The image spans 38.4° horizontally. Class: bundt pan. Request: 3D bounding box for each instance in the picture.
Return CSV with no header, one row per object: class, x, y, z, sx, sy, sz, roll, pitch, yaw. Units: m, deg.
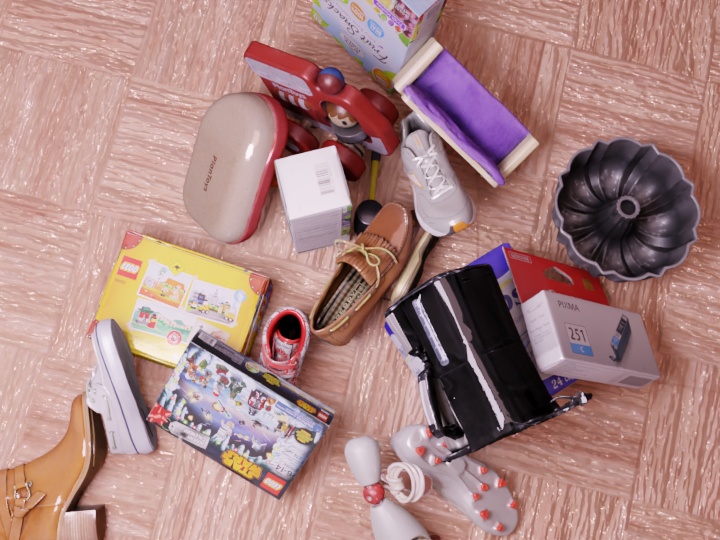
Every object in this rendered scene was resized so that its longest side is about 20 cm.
bundt pan,0.347,-0.072,1.389,0.201,0.076,0.203,2,73,-7

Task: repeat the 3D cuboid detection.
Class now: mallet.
mallet,0.019,-0.137,1.425,0.041,0.066,0.201,6,63,-1

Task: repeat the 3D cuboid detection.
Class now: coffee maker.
coffee maker,0.145,0.096,1.204,0.192,0.135,0.201,-26,79,15

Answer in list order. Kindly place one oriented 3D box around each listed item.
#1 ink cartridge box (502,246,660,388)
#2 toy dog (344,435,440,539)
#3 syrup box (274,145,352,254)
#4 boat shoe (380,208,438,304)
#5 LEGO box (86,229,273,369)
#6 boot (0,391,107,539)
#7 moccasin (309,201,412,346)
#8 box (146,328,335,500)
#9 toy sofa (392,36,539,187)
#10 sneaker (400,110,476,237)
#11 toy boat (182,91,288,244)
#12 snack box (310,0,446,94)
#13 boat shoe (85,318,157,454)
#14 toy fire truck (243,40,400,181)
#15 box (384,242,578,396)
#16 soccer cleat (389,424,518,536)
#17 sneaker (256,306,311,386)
ink cartridge box,0.279,0.053,1.303,0.199,0.045,0.177,13,53,-39
toy dog,0.052,0.298,1.298,0.131,0.096,0.201,8,110,37
syrup box,-0.059,-0.085,1.323,0.081,0.200,0.079,-14,79,-3
boat shoe,0.069,-0.050,1.385,0.067,0.072,0.201,23,75,11
LEGO box,-0.233,0.053,1.352,0.199,0.077,0.150,19,78,3
boot,-0.406,0.255,1.310,0.154,0.074,0.201,-3,76,2
moccasin,-0.001,-0.001,1.318,0.074,0.078,0.202,36,88,28
box,-0.150,0.181,1.287,0.199,0.040,0.137,31,116,-2
toy sofa,0.140,-0.207,1.361,0.200,0.098,0.083,41,104,-18
sneaker,0.087,-0.127,1.330,0.075,0.092,0.200,-25,44,2
toy boat,-0.144,-0.137,1.370,0.130,0.130,0.201,41,123,34
snack box,0.021,-0.354,1.379,0.068,0.200,0.169,-42,81,-18
boat shoe,-0.311,0.155,1.287,0.066,0.074,0.201,-12,117,-2
toy fire truck,-0.049,-0.218,1.353,0.200,0.168,0.112,27,78,29
box,0.159,0.100,1.340,0.183,0.105,0.200,-31,81,-8
soccer cleat,0.123,0.266,1.329,0.200,0.078,0.069,43,65,-13
sneaker,-0.114,0.141,1.322,0.067,0.108,0.202,19,79,2
